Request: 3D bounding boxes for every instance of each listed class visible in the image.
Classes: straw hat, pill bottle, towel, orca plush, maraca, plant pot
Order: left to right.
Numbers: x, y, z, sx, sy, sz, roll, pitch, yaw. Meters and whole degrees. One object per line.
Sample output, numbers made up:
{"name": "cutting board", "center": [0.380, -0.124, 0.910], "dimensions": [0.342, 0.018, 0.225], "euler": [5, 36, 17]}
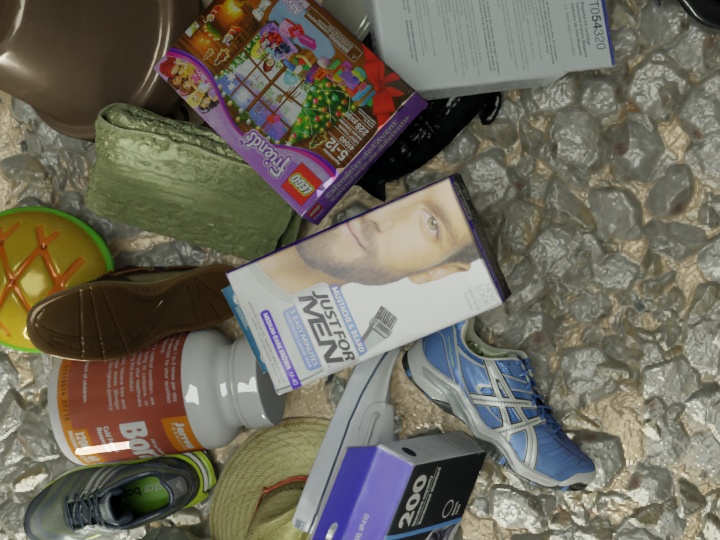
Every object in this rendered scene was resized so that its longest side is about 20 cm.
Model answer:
{"name": "maraca", "center": [-0.325, 0.006, 1.369], "dimensions": [0.200, 0.107, 0.137], "euler": [6, 89, 10]}
{"name": "plant pot", "center": [-0.267, -0.220, 1.268], "dimensions": [0.200, 0.175, 0.200], "euler": [-3, 84, 33]}
{"name": "pill bottle", "center": [-0.176, 0.114, 1.345], "dimensions": [0.200, 0.112, 0.112], "euler": [-9, 94, 15]}
{"name": "towel", "center": [-0.142, -0.075, 1.296], "dimensions": [0.200, 0.037, 0.148], "euler": [14, 143, -8]}
{"name": "straw hat", "center": [-0.061, 0.241, 1.346], "dimensions": [0.201, 0.085, 0.201], "euler": [2, 96, 14]}
{"name": "orca plush", "center": [0.052, -0.149, 1.282], "dimensions": [0.200, 0.071, 0.105], "euler": [-38, 87, 14]}

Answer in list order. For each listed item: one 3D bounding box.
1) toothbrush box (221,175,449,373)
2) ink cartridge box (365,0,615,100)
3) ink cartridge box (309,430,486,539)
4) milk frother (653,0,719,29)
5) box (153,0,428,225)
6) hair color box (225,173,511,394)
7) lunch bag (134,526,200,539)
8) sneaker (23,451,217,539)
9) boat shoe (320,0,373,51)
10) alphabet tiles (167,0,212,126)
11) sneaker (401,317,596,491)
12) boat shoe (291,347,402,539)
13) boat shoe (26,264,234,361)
{"name": "toothbrush box", "center": [0.000, 0.000, 1.274], "dimensions": [0.200, 0.146, 0.085], "euler": [-28, 90, 13]}
{"name": "ink cartridge box", "center": [0.102, -0.249, 1.244], "dimensions": [0.200, 0.043, 0.197], "euler": [-7, 82, -9]}
{"name": "ink cartridge box", "center": [0.019, 0.241, 1.270], "dimensions": [0.043, 0.200, 0.198], "euler": [27, 103, 31]}
{"name": "milk frother", "center": [0.297, -0.285, 1.146], "dimensions": [0.188, 0.200, 0.181], "euler": [-36, 91, 15]}
{"name": "box", "center": [-0.060, -0.153, 1.209], "dimensions": [0.137, 0.039, 0.200], "euler": [-48, 68, 6]}
{"name": "hair color box", "center": [0.007, 0.011, 1.167], "dimensions": [0.200, 0.065, 0.109], "euler": [-23, 91, 13]}
{"name": "lunch bag", "center": [-0.181, 0.342, 1.327], "dimensions": [0.139, 0.200, 0.168], "euler": [-25, 97, 23]}
{"name": "sneaker", "center": [-0.239, 0.217, 1.386], "dimensions": [0.200, 0.081, 0.074], "euler": [-22, 90, 17]}
{"name": "boat shoe", "center": [-0.017, -0.182, 1.302], "dimensions": [0.074, 0.060, 0.200], "euler": [38, 101, 48]}
{"name": "alphabet tiles", "center": [-0.129, -0.181, 1.309], "dimensions": [0.167, 0.008, 0.200], "euler": [-32, 79, 40]}
{"name": "sneaker", "center": [0.131, 0.118, 1.291], "dimensions": [0.200, 0.076, 0.077], "euler": [39, 108, 5]}
{"name": "boat shoe", "center": [0.004, 0.147, 1.306], "dimensions": [0.065, 0.074, 0.200], "euler": [22, 76, 4]}
{"name": "boat shoe", "center": [-0.207, 0.031, 1.323], "dimensions": [0.200, 0.072, 0.072], "euler": [-16, 107, -22]}
